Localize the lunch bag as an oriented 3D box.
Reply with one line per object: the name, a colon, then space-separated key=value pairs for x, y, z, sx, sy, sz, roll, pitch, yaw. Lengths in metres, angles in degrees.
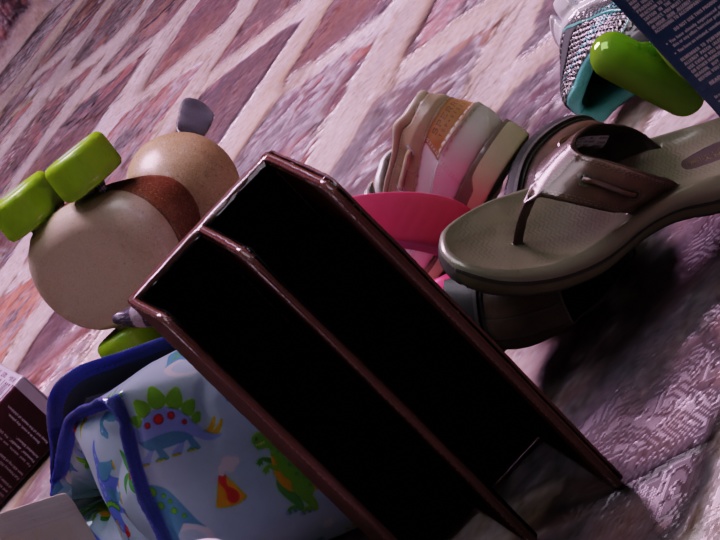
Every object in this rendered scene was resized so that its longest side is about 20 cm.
lunch bag: x=-0.068 y=0.089 z=1.265 sx=0.169 sy=0.128 sz=0.200 roll=-19 pitch=-2 yaw=-20

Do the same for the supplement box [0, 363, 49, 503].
supplement box: x=-0.324 y=0.170 z=1.896 sx=0.200 sy=0.061 sz=0.109 roll=-49 pitch=17 yaw=-10

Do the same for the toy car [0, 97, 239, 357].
toy car: x=-0.153 y=-0.049 z=1.853 sx=0.157 sy=0.165 sz=0.200 roll=-28 pitch=13 yaw=45

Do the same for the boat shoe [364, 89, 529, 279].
boat shoe: x=0.041 y=-0.047 z=1.402 sx=0.075 sy=0.068 sz=0.200 roll=-54 pitch=-4 yaw=-28

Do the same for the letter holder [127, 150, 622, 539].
letter holder: x=0.008 y=0.054 z=1.097 sx=0.101 sy=0.200 sz=0.142 roll=-46 pitch=16 yaw=-6

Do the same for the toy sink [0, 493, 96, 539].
toy sink: x=-0.164 y=0.236 z=1.201 sx=0.130 sy=0.201 sz=0.112 roll=-39 pitch=-13 yaw=25

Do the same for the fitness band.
fitness band: x=0.000 y=0.000 z=1.323 sx=0.200 sy=0.142 sz=0.038 roll=71 pitch=-162 yaw=-73

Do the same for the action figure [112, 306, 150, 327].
action figure: x=-0.088 y=0.027 z=1.593 sx=0.193 sy=0.104 sz=0.200 roll=-44 pitch=11 yaw=41

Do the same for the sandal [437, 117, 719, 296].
sandal: x=0.128 y=-0.049 z=1.197 sx=0.200 sy=0.058 sz=0.080 roll=-24 pitch=34 yaw=-3

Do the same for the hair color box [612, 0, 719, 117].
hair color box: x=0.180 y=-0.122 z=1.100 sx=0.060 sy=0.200 sz=0.100 roll=-34 pitch=19 yaw=32

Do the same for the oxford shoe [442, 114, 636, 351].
oxford shoe: x=0.116 y=-0.020 z=1.283 sx=0.084 sy=0.073 sz=0.200 roll=-8 pitch=32 yaw=28

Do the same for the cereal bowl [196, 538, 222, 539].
cereal bowl: x=-0.067 y=0.223 z=1.035 sx=0.200 sy=0.083 sz=0.201 roll=-48 pitch=28 yaw=36

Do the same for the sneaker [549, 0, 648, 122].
sneaker: x=0.189 y=-0.149 z=1.412 sx=0.200 sy=0.077 sz=0.092 roll=-35 pitch=34 yaw=44

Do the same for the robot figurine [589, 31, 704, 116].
robot figurine: x=0.204 y=-0.156 z=1.256 sx=0.176 sy=0.115 sz=0.200 roll=-58 pitch=3 yaw=17
